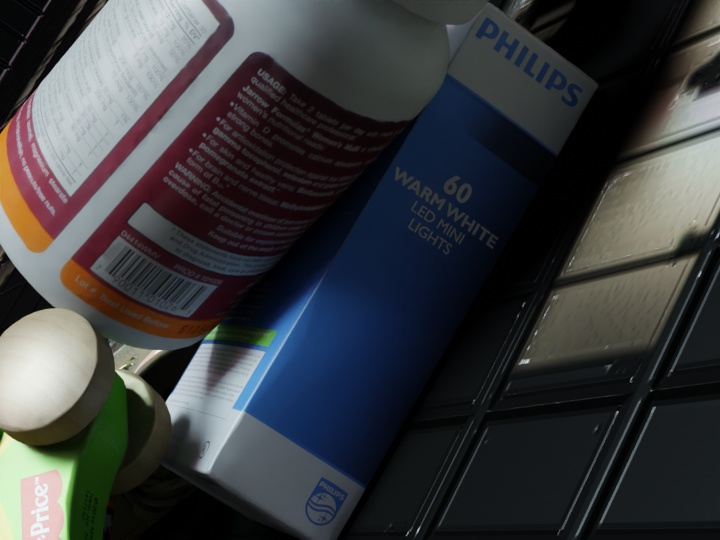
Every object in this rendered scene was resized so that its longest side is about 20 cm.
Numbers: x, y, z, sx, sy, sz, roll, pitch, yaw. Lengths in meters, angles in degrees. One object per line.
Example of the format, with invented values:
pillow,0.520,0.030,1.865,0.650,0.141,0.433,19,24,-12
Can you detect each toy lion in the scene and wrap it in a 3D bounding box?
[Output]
toy lion,-0.159,0.131,0.662,0.191,0.069,0.200,-16,56,14

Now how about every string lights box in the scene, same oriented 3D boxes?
string lights box,0.000,0.000,0.734,0.200,0.059,0.103,-59,17,-10

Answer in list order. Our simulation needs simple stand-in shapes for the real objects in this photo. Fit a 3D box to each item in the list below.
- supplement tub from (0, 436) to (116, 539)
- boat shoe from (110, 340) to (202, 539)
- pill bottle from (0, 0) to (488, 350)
supplement tub,-0.166,0.133,0.771,0.122,0.122,0.201,162,118,-64
boat shoe,-0.095,0.072,0.851,0.200,0.072,0.065,-48,16,7
pill bottle,-0.039,-0.072,0.685,0.200,0.109,0.110,-45,19,26
